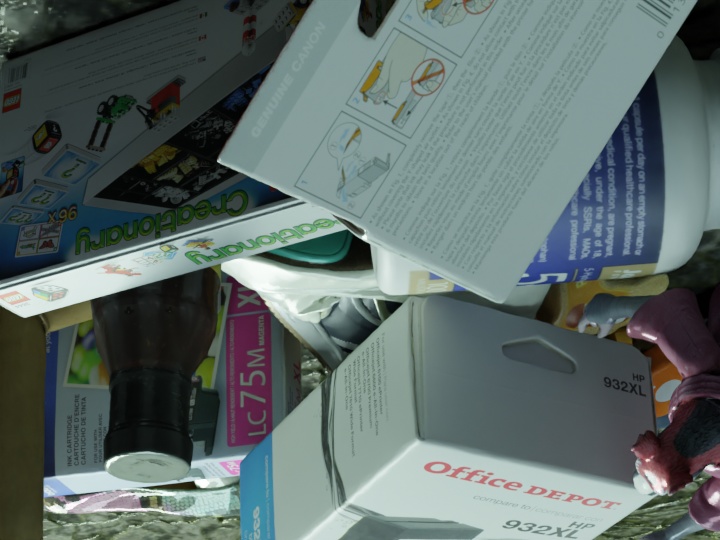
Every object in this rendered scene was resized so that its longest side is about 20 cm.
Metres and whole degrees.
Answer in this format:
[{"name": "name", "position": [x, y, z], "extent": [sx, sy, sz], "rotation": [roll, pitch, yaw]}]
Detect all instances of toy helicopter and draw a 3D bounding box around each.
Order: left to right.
[{"name": "toy helicopter", "position": [0.112, 0.018, 1.127], "extent": [0.132, 0.079, 0.201], "rotation": [-24, 138, -9]}]

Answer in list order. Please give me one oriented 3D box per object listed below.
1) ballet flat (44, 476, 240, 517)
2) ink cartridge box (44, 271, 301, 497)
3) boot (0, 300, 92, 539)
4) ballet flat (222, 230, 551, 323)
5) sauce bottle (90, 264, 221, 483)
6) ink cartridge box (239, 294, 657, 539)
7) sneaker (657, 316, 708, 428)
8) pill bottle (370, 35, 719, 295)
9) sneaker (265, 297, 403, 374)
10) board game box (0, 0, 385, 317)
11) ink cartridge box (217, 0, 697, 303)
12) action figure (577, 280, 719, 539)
[{"name": "ballet flat", "position": [-0.136, 0.132, 1.391], "extent": [0.199, 0.069, 0.071], "rotation": [-1, 135, 0]}, {"name": "ink cartridge box", "position": [-0.133, 0.066, 1.179], "extent": [0.199, 0.120, 0.042], "rotation": [-9, 156, 16]}, {"name": "boot", "position": [-0.179, 0.070, 1.092], "extent": [0.174, 0.201, 0.066], "rotation": [8, 153, -18]}, {"name": "ballet flat", "position": [0.000, 0.000, 1.017], "extent": [0.199, 0.070, 0.070], "rotation": [6, 155, 6]}, {"name": "sauce bottle", "position": [-0.096, 0.000, 0.953], "extent": [0.066, 0.201, 0.066], "rotation": [-2, 153, -1]}, {"name": "ink cartridge box", "position": [0.042, 0.107, 1.051], "extent": [0.144, 0.084, 0.200], "rotation": [14, 145, -24]}, {"name": "sneaker", "position": [0.211, 0.049, 1.217], "extent": [0.108, 0.071, 0.200], "rotation": [2, 157, -11]}, {"name": "pill bottle", "position": [0.102, -0.054, 0.937], "extent": [0.199, 0.120, 0.120], "rotation": [-4, 154, -2]}, {"name": "sneaker", "position": [0.030, 0.022, 1.136], "extent": [0.108, 0.070, 0.200], "rotation": [-11, 150, 24]}, {"name": "board game box", "position": [-0.080, -0.062, 0.910], "extent": [0.199, 0.127, 0.035], "rotation": [-14, 151, 26]}, {"name": "ink cartridge box", "position": [0.046, -0.102, 0.791], "extent": [0.173, 0.044, 0.201], "rotation": [25, 101, -41]}, {"name": "action figure", "position": [0.186, 0.060, 0.943], "extent": [0.148, 0.135, 0.200], "rotation": [-13, -166, 32]}]
